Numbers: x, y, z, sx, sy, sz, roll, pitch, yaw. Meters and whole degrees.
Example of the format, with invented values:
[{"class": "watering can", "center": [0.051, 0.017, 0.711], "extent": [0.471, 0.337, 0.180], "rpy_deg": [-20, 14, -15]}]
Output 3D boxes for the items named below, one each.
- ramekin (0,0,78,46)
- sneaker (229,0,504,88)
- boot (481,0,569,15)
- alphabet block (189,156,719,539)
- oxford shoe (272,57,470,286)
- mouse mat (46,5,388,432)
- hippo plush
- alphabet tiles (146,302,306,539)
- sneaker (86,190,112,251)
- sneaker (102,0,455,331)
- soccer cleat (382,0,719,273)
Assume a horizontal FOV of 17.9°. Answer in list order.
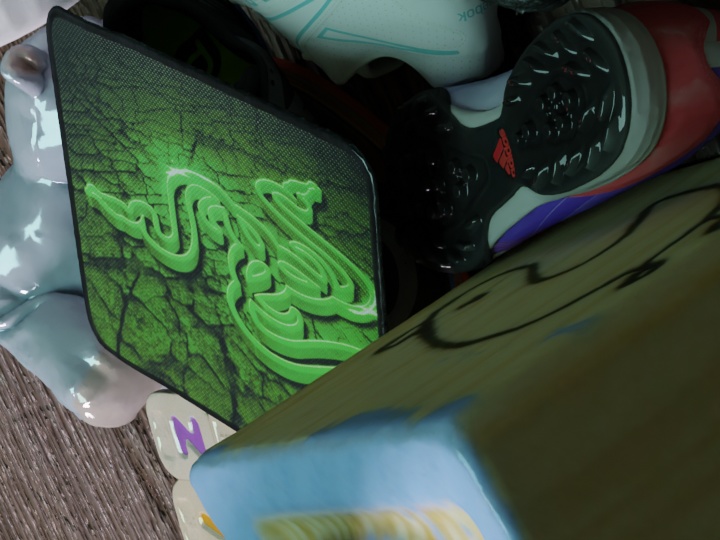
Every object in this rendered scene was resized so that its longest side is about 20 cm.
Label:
[{"class": "ramekin", "center": [-0.184, -0.166, 0.956], "extent": [0.200, 0.200, 0.098], "rpy_deg": [26, 146, 46]}, {"class": "sneaker", "center": [-0.022, -0.112, 0.876], "extent": [0.200, 0.070, 0.080], "rpy_deg": [21, 138, 49]}, {"class": "boot", "center": [0.010, -0.186, 0.722], "extent": [0.158, 0.079, 0.211], "rpy_deg": [4, 93, 32]}, {"class": "alphabet block", "center": [0.101, 0.089, 0.737], "extent": [0.195, 0.200, 0.197], "rpy_deg": [-14, 107, 61]}, {"class": "oxford shoe", "center": [0.000, 0.000, 0.949], "extent": [0.200, 0.072, 0.071], "rpy_deg": [53, 153, 10]}, {"class": "mouse mat", "center": [-0.056, -0.005, 0.874], "extent": [0.200, 0.008, 0.161], "rpy_deg": [26, 132, 42]}, {"class": "hippo plush", "center": [-0.119, -0.040, 1.077], "extent": [0.200, 0.159, 0.161], "rpy_deg": [28, 112, 21]}, {"class": "alphabet tiles", "center": [-0.016, 0.105, 0.908], "extent": [0.195, 0.015, 0.200], "rpy_deg": [-2, 106, 54]}, {"class": "sneaker", "center": [-0.041, 0.020, 0.990], "extent": [0.085, 0.075, 0.200], "rpy_deg": [41, 174, 47]}, {"class": "sneaker", "center": [-0.039, -0.038, 0.900], "extent": [0.200, 0.071, 0.083], "rpy_deg": [52, -166, 18]}, {"class": "soccer cleat", "center": [0.069, -0.045, 0.792], "extent": [0.200, 0.073, 0.068], "rpy_deg": [-29, 73, 65]}]
